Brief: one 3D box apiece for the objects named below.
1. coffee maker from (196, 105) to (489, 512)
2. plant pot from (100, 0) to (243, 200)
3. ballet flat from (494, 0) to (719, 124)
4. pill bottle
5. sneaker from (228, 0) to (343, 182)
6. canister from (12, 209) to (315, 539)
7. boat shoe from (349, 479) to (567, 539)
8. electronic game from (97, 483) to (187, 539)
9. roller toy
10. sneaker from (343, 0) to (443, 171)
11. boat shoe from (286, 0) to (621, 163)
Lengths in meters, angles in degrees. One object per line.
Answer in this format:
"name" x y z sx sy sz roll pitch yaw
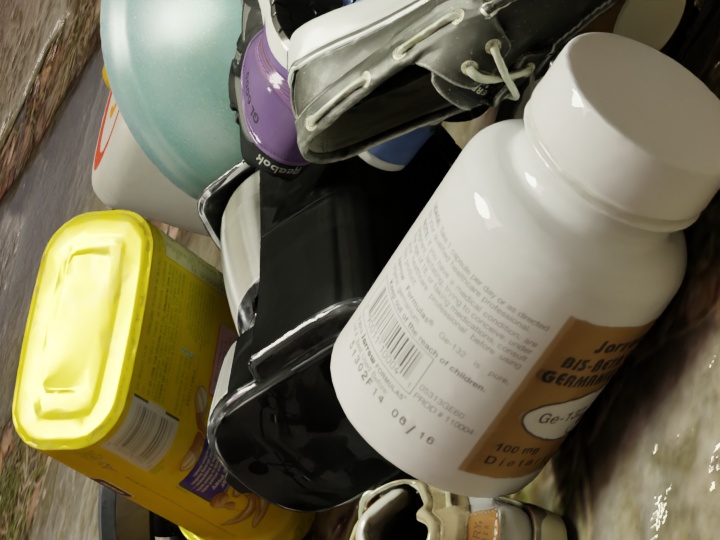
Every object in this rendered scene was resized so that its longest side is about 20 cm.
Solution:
"coffee maker" 0.000 0.000 1.284 0.192 0.135 0.200 -58 22 31
"plant pot" -0.038 -0.145 1.477 0.134 0.200 0.200 -12 59 44
"ballet flat" 0.111 -0.094 1.148 0.200 0.068 0.068 -60 -2 32
"pill bottle" 0.079 -0.003 1.095 0.200 0.114 0.114 -57 24 33
"sneaker" -0.046 -0.121 1.313 0.088 0.076 0.200 -60 17 27
"canister" -0.102 0.066 1.395 0.087 0.200 0.149 -3 66 30
"boat shoe" 0.029 0.129 1.186 0.200 0.068 0.075 160 124 -69
"electronic game" -0.122 0.126 1.527 0.200 0.042 0.200 3 -90 -76
"roller toy" -0.104 -0.119 1.651 0.200 0.140 0.183 130 154 -65
"sneaker" 0.045 -0.153 1.215 0.115 0.081 0.199 -25 53 31
"boat shoe" 0.053 -0.101 1.100 0.200 0.071 0.064 -24 55 33
